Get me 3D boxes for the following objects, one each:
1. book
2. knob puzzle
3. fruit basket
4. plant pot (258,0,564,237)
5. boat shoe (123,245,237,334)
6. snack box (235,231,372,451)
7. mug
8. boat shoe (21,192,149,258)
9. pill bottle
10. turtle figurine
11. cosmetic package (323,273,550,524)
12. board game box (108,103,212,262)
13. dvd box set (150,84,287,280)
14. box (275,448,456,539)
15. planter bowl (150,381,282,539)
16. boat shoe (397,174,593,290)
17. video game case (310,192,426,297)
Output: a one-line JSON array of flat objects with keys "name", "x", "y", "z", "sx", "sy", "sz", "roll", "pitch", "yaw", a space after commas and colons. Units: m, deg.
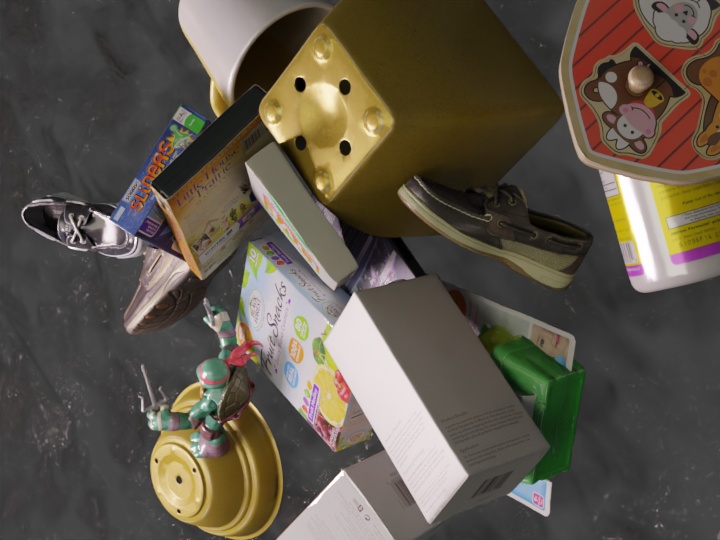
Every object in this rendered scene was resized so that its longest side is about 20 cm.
[{"name": "book", "x": -0.050, "y": -0.045, "z": 1.117, "sx": 0.048, "sy": 0.200, "sz": 0.134, "roll": -35, "pitch": 88, "yaw": -3}, {"name": "knob puzzle", "x": 0.243, "y": -0.154, "z": 0.914, "sx": 0.221, "sy": 0.218, "sz": 0.030, "roll": 56, "pitch": 171, "yaw": 14}, {"name": "fruit basket", "x": 0.114, "y": 0.119, "z": 1.141, "sx": 0.199, "sy": 0.093, "sz": 0.187, "roll": 21, "pitch": 113, "yaw": 37}, {"name": "plant pot", "x": 0.026, "y": -0.150, "z": 1.079, "sx": 0.196, "sy": 0.199, "sz": 0.195, "roll": -46, "pitch": 72, "yaw": 35}, {"name": "boat shoe", "x": -0.220, "y": -0.001, "z": 1.401, "sx": 0.200, "sy": 0.074, "sz": 0.074, "roll": -44, "pitch": 63, "yaw": 27}, {"name": "snack box", "x": -0.055, "y": 0.074, "z": 1.255, "sx": 0.200, "sy": 0.053, "sz": 0.143, "roll": 44, "pitch": 135, "yaw": 34}, {"name": "mug", "x": -0.122, "y": -0.236, "z": 1.214, "sx": 0.187, "sy": 0.149, "sz": 0.153, "roll": -51, "pitch": 60, "yaw": 15}, {"name": "boat shoe", "x": -0.350, "y": -0.057, "z": 1.484, "sx": 0.199, "sy": 0.067, "sz": 0.073, "roll": 18, "pitch": 111, "yaw": 34}, {"name": "pill bottle", "x": 0.250, "y": -0.090, "z": 0.975, "sx": 0.104, "sy": 0.104, "sz": 0.202, "roll": -15, "pitch": 90, "yaw": 39}, {"name": "turtle figurine", "x": -0.166, "y": 0.129, "z": 1.293, "sx": 0.100, "sy": 0.150, "sz": 0.201, "roll": 31, "pitch": 156, "yaw": 17}, {"name": "cosmetic package", "x": 0.066, "y": 0.109, "z": 1.058, "sx": 0.201, "sy": 0.107, "sz": 0.085, "roll": 58, "pitch": 138, "yaw": 28}, {"name": "board game box", "x": -0.177, "y": -0.081, "z": 1.230, "sx": 0.034, "sy": 0.200, "sz": 0.136, "roll": 31, "pitch": 87, "yaw": 14}, {"name": "dvd box set", "x": -0.135, "y": -0.084, "z": 1.195, "sx": 0.029, "sy": 0.146, "sz": 0.200, "roll": 40, "pitch": 166, "yaw": 17}, {"name": "box", "x": -0.005, "y": 0.284, "z": 1.252, "sx": 0.098, "sy": 0.124, "sz": 0.200, "roll": 52, "pitch": 126, "yaw": 17}, {"name": "planter bowl", "x": -0.194, "y": 0.242, "z": 1.419, "sx": 0.199, "sy": 0.083, "sz": 0.203, "roll": 11, "pitch": 107, "yaw": 37}, {"name": "boat shoe", "x": 0.124, "y": -0.047, "z": 1.050, "sx": 0.066, "sy": 0.199, "sz": 0.072, "roll": -56, "pitch": 29, "yaw": 16}, {"name": "video game case", "x": 0.000, "y": 0.000, "z": 1.216, "sx": 0.201, "sy": 0.019, "sz": 0.143, "roll": 55, "pitch": 139, "yaw": 24}]
